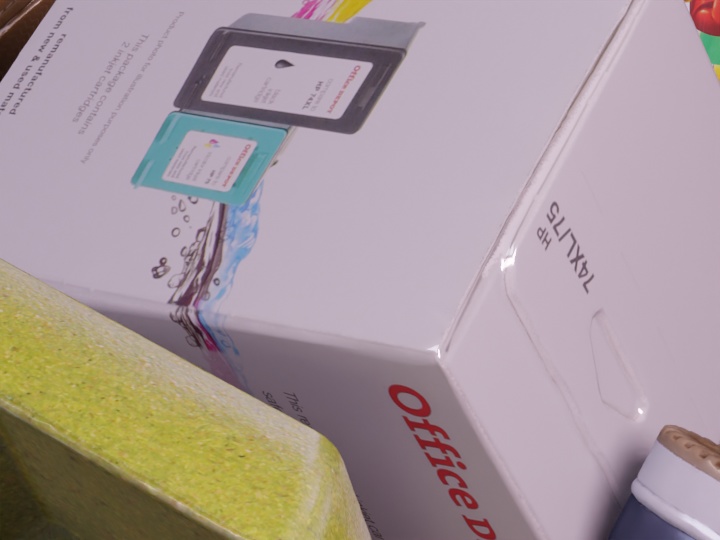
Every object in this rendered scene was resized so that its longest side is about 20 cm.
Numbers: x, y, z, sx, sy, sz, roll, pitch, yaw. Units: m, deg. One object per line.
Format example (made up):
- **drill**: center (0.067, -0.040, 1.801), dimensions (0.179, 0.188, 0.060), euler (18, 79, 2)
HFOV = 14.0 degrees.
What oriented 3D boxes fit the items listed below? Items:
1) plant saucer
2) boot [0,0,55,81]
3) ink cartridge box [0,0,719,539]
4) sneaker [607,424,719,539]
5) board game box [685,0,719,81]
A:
- **plant saucer**: center (-0.060, 0.072, 0.812), dimensions (0.199, 0.200, 0.048), euler (27, 65, 29)
- **boot**: center (-0.173, -0.088, 1.101), dimensions (0.200, 0.077, 0.155), euler (-48, 47, 8)
- **ink cartridge box**: center (0.000, 0.000, 0.868), dimensions (0.199, 0.147, 0.147), euler (10, 56, 35)
- **sneaker**: center (0.134, 0.135, 0.756), dimensions (0.199, 0.070, 0.109), euler (33, 95, 27)
- **board game box**: center (0.126, -0.116, 0.956), dimensions (0.125, 0.035, 0.201), euler (-3, 58, 31)
